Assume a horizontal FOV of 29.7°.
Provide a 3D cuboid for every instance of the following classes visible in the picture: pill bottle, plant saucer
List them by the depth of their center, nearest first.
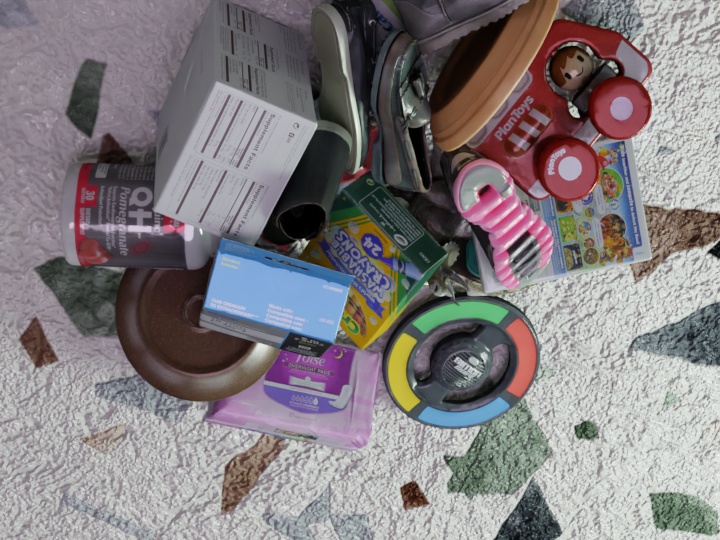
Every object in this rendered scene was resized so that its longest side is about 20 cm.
[{"bbox_3d":[0.127,-0.215,1.375,0.037,0.201,0.201,31,114,-13],"label":"plant saucer"},{"bbox_3d":[-0.217,-0.058,1.469,0.197,0.111,0.112,2,122,-2],"label":"pill bottle"},{"bbox_3d":[-0.179,0.047,1.530,0.197,0.037,0.204,0,87,-3],"label":"plant saucer"}]

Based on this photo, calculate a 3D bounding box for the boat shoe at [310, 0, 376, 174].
[{"bbox_3d":[-0.004,-0.188,1.371,0.066,0.074,0.201,-28,132,-22],"label":"boat shoe"}]

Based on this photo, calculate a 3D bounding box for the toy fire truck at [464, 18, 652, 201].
[{"bbox_3d":[0.208,-0.180,1.460,0.167,0.112,0.201,38,99,-6],"label":"toy fire truck"}]

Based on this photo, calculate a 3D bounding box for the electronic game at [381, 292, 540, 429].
[{"bbox_3d":[0.124,0.113,1.671,0.197,0.042,0.202,-3,122,-5],"label":"electronic game"}]

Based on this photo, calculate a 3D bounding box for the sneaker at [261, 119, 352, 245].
[{"bbox_3d":[-0.075,-0.060,1.394,0.074,0.107,0.200,21,146,-10],"label":"sneaker"}]

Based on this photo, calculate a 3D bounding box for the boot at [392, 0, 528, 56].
[{"bbox_3d":[0.070,-0.321,1.282,0.180,0.073,0.201,-29,116,9],"label":"boot"}]

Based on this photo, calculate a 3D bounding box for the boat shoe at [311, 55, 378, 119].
[{"bbox_3d":[-0.044,-0.169,1.458,0.199,0.072,0.069,-31,101,24],"label":"boat shoe"}]

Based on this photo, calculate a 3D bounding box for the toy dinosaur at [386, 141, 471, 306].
[{"bbox_3d":[0.077,-0.067,1.522,0.101,0.077,0.203,15,77,-20],"label":"toy dinosaur"}]

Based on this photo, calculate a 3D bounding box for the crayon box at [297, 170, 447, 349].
[{"bbox_3d":[0.000,0.000,1.497,0.126,0.051,0.200,46,142,8],"label":"crayon box"}]

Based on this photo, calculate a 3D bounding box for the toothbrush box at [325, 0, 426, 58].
[{"bbox_3d":[0.062,-0.321,1.364,0.200,0.086,0.145,-41,119,17],"label":"toothbrush box"}]

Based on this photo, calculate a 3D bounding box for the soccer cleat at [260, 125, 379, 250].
[{"bbox_3d":[-0.031,-0.092,1.517,0.199,0.067,0.077,-31,142,10],"label":"soccer cleat"}]

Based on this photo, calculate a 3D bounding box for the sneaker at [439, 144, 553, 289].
[{"bbox_3d":[0.143,-0.064,1.480,0.079,0.095,0.201,-36,131,-4],"label":"sneaker"}]

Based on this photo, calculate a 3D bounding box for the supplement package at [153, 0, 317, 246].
[{"bbox_3d":[-0.130,-0.152,1.377,0.110,0.201,0.157,20,119,-19],"label":"supplement package"}]

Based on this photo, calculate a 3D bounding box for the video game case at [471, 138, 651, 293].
[{"bbox_3d":[0.223,-0.064,1.545,0.197,0.018,0.145,-11,95,-3],"label":"video game case"}]

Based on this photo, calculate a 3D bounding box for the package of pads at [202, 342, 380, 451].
[{"bbox_3d":[-0.081,0.136,1.611,0.197,0.122,0.076,13,162,-15],"label":"package of pads"}]

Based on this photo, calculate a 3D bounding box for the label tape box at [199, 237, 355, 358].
[{"bbox_3d":[-0.092,0.034,1.417,0.142,0.200,0.064,16,78,-5],"label":"label tape box"}]

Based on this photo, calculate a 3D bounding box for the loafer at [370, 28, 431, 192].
[{"bbox_3d":[0.050,-0.156,1.360,0.062,0.072,0.201,25,147,16],"label":"loafer"}]

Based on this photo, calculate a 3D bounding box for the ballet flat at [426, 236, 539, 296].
[{"bbox_3d":[0.111,-0.005,1.590,0.197,0.068,0.076,13,141,-9],"label":"ballet flat"}]
